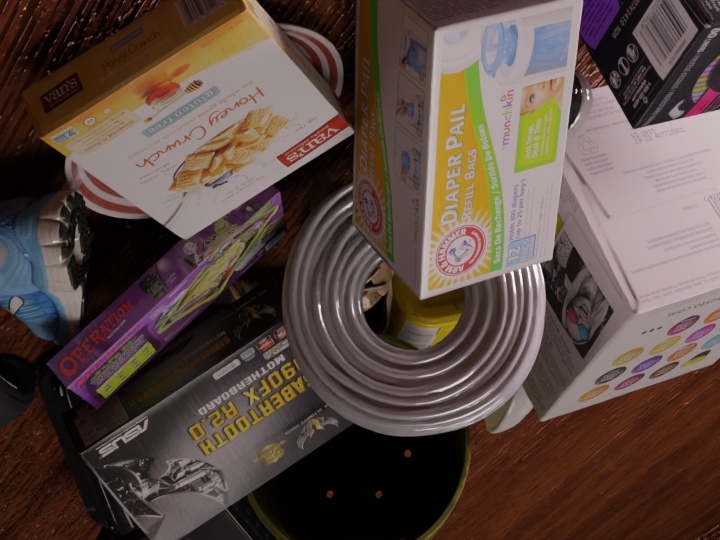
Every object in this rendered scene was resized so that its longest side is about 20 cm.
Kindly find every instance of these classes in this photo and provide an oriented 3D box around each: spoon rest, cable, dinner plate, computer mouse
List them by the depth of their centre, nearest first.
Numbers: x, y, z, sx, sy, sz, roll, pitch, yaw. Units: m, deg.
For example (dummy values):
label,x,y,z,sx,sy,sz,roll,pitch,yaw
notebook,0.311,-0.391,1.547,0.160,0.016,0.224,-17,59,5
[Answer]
label,x,y,z,sx,sy,sz,roll,pitch,yaw
dinner plate,-0.104,-0.102,1.006,0.198,0.024,0.201,-23,158,-10
cable,0.040,0.021,1.124,0.197,0.202,0.069,12,171,3
computer mouse,-0.336,0.108,1.168,0.140,0.046,0.200,-31,157,6
spoon rest,0.152,0.063,1.464,0.060,0.202,0.100,21,151,-4

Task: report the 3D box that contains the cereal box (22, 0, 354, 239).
label,x,y,z,sx,sy,sz,roll,pitch,yaw
cereal box,-0.099,-0.096,0.944,0.143,0.040,0.200,-31,156,9

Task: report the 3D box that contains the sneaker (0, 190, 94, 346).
label,x,y,z,sx,sy,sz,roll,pitch,yaw
sneaker,-0.230,-0.006,1.038,0.089,0.079,0.200,5,158,-4

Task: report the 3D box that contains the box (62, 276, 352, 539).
label,x,y,z,sx,sy,sz,roll,pitch,yaw
box,-0.116,0.118,1.217,0.199,0.048,0.159,-32,137,-6

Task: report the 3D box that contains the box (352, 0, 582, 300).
label,x,y,z,sx,sy,sz,roll,pitch,yaw
box,0.065,-0.099,0.996,0.111,0.101,0.202,-16,129,-23

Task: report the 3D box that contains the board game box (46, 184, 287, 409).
label,x,y,z,sx,sy,sz,roll,pitch,yaw
board game box,-0.135,0.017,1.102,0.200,0.032,0.120,-43,175,-9

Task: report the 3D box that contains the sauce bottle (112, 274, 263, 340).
label,x,y,z,sx,sy,sz,roll,pitch,yaw
sauce bottle,-0.109,0.037,1.234,0.199,0.067,0.066,11,137,-47

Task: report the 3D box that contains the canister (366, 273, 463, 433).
label,x,y,z,sx,sy,sz,roll,pitch,yaw
canister,0.061,0.062,1.449,0.147,0.087,0.201,-13,152,-28

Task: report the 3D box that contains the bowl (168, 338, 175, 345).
label,x,y,z,sx,sy,sz,roll,pitch,yaw
bowl,-0.151,0.127,1.352,0.199,0.091,0.202,-22,157,-10

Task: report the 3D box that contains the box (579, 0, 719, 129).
label,x,y,z,sx,sy,sz,roll,pitch,yaw
box,0.276,-0.194,1.112,0.198,0.107,0.123,-15,155,-27

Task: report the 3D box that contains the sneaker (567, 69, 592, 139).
label,x,y,z,sx,sy,sz,roll,pitch,yaw
sneaker,0.081,-0.090,1.182,0.111,0.073,0.200,5,134,-46

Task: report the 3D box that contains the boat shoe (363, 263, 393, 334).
label,x,y,z,sx,sy,sz,roll,pitch,yaw
boat shoe,0.000,0.000,1.278,0.071,0.065,0.200,-25,157,-3

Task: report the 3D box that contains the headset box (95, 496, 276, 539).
label,x,y,z,sx,sy,sz,roll,pitch,yaw
headset box,-0.163,0.245,1.457,0.173,0.093,0.200,-34,-167,16

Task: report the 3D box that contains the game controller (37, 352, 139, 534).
label,x,y,z,sx,sy,sz,roll,pitch,yaw
game controller,-0.200,0.146,1.279,0.103,0.042,0.202,-8,128,5

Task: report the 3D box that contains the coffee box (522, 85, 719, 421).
label,x,y,z,sx,sy,sz,roll,pitch,yaw
coffee box,0.224,-0.023,1.297,0.198,0.201,0.198,-14,155,-26

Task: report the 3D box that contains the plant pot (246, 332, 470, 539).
label,x,y,z,sx,sy,sz,roll,pitch,yaw
plant pot,0.006,0.183,1.366,0.199,0.202,0.193,-25,157,-3
